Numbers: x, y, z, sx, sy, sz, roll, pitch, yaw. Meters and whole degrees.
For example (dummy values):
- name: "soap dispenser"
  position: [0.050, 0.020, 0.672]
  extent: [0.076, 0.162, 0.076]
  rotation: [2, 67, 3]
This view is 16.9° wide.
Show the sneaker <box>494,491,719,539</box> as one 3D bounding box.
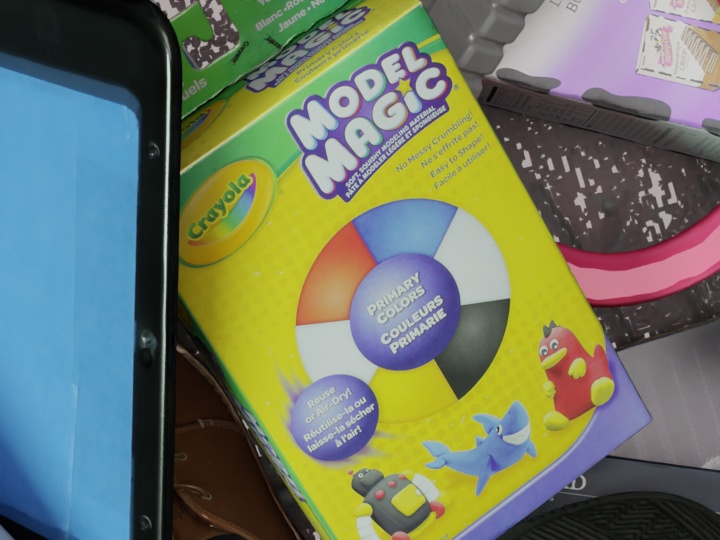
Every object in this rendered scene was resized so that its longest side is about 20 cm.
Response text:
- name: "sneaker"
  position: [0.050, 0.165, 0.796]
  extent: [0.199, 0.121, 0.083]
  rotation: [-31, 52, -34]

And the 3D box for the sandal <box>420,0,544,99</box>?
- name: "sandal"
  position: [0.040, -0.125, 0.812]
  extent: [0.203, 0.082, 0.050]
  rotation: [-52, 45, 3]

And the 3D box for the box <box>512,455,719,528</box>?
- name: "box"
  position: [0.119, 0.141, 0.874]
  extent: [0.198, 0.079, 0.142]
  rotation: [7, 84, 0]

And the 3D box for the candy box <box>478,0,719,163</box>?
- name: "candy box"
  position: [0.078, -0.144, 0.910]
  extent: [0.199, 0.072, 0.169]
  rotation: [14, 87, 0]

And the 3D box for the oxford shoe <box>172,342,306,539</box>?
- name: "oxford shoe"
  position: [-0.069, 0.079, 0.895]
  extent: [0.071, 0.071, 0.200]
  rotation: [-41, 85, -1]

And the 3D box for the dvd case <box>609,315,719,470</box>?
- name: "dvd case"
  position: [0.142, 0.094, 0.922]
  extent: [0.199, 0.016, 0.150]
  rotation: [-17, 87, -2]

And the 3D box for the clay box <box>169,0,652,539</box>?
- name: "clay box"
  position: [0.000, 0.000, 0.779]
  extent: [0.115, 0.048, 0.201]
  rotation: [-36, 116, -9]

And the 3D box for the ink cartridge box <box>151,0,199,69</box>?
- name: "ink cartridge box"
  position: [-0.130, -0.080, 0.856]
  extent: [0.076, 0.137, 0.201]
  rotation: [-26, 74, -21]

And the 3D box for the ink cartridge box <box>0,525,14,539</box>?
- name: "ink cartridge box"
  position: [-0.153, 0.156, 0.757]
  extent: [0.200, 0.044, 0.173]
  rotation: [46, 117, -3]

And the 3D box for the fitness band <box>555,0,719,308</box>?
- name: "fitness band"
  position: [0.074, -0.086, 0.856]
  extent: [0.143, 0.037, 0.201]
  rotation: [-25, 88, 2]

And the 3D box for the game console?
- name: "game console"
  position: [-0.151, 0.006, 0.738]
  extent: [0.175, 0.116, 0.201]
  rotation: [-2, 108, -14]
